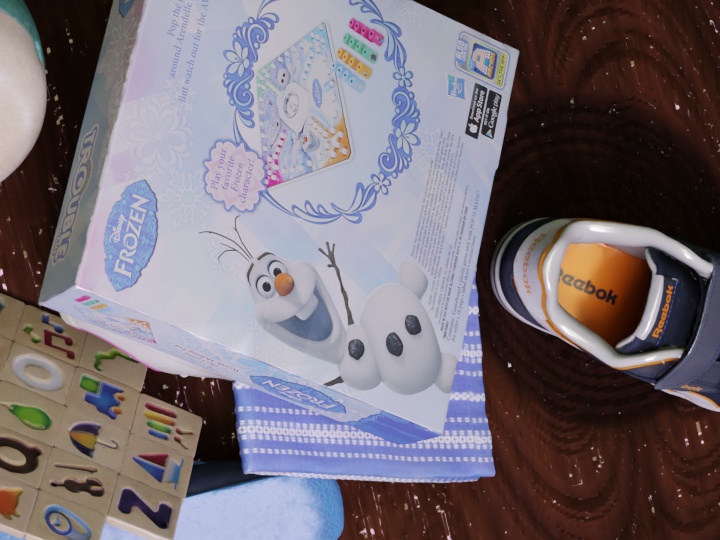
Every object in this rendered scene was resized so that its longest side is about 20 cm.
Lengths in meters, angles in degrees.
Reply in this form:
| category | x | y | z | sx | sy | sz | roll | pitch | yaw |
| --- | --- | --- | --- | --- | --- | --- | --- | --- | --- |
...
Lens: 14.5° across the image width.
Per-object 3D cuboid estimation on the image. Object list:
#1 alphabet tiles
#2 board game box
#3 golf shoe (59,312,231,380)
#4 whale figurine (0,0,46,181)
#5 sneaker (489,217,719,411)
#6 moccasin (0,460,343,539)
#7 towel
| category | x | y | z | sx | sy | sz | roll | pitch | yaw |
| --- | --- | --- | --- | --- | --- | --- | --- | --- | --- |
| alphabet tiles | -0.172 | 0.062 | 1.313 | 0.199 | 0.167 | 0.006 | 23 | 122 | -9 |
| board game box | -0.033 | -0.046 | 1.299 | 0.199 | 0.043 | 0.201 | 24 | 67 | -28 |
| golf shoe | -0.058 | 0.023 | 1.371 | 0.200 | 0.091 | 0.076 | 27 | 54 | -27 |
| whale figurine | -0.243 | -0.089 | 1.280 | 0.199 | 0.159 | 0.104 | -12 | 55 | 5 |
| sneaker | 0.165 | 0.026 | 1.395 | 0.199 | 0.079 | 0.079 | 14 | 89 | -10 |
| moccasin | -0.108 | 0.133 | 1.365 | 0.199 | 0.068 | 0.081 | -4 | 100 | -8 |
| towel | 0.000 | 0.000 | 1.346 | 0.144 | 0.024 | 0.201 | 5 | 74 | -34 |
